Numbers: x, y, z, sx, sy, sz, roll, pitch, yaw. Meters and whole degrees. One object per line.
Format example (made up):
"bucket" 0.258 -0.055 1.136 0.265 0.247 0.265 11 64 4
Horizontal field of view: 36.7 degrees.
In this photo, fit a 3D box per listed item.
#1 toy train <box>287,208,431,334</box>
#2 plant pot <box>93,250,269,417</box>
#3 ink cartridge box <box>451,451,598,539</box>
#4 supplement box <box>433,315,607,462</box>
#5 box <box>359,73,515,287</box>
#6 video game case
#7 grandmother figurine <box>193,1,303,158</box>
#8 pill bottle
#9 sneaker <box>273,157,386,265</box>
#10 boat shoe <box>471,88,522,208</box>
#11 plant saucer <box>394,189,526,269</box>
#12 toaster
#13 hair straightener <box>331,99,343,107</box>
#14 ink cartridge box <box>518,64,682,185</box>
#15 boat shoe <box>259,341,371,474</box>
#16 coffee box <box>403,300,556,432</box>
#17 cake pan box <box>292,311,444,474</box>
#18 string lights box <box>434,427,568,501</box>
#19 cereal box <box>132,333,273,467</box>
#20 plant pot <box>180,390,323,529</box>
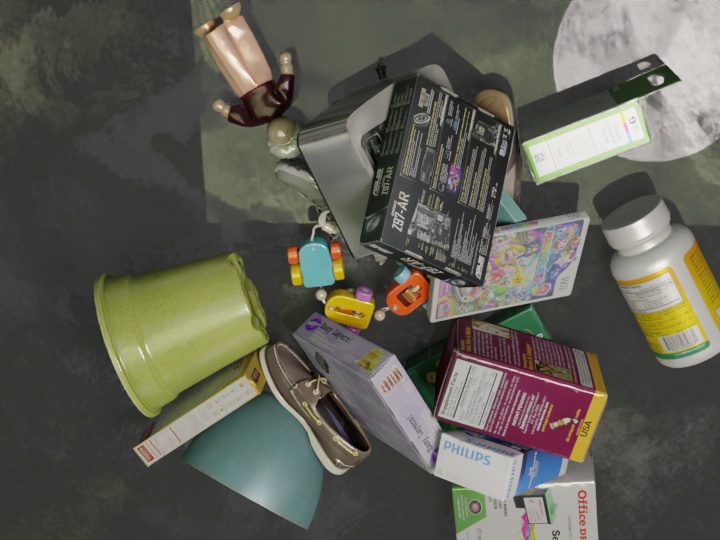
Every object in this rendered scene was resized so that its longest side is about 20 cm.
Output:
"toy train" 0.000 0.000 1.411 0.200 0.056 0.150 40 110 -19
"plant pot" -0.226 0.067 1.437 0.183 0.201 0.202 -21 106 1
"ink cartridge box" 0.232 0.341 1.522 0.198 0.084 0.146 -5 109 8
"supplement box" 0.200 0.148 1.385 0.198 0.131 0.104 17 111 1
"box" 0.091 -0.099 1.243 0.159 0.043 0.202 21 75 -34
"video game case" 0.185 -0.003 1.374 0.198 0.018 0.144 -11 138 -12
"grandmother figurine" -0.135 -0.230 1.379 0.121 0.061 0.201 -27 102 24
"pill bottle" 0.385 0.011 1.373 0.112 0.113 0.201 -28 104 15
"sneaker" -0.031 -0.076 1.409 0.199 0.075 0.082 31 108 -6
"boat shoe" 0.171 -0.134 1.372 0.071 0.065 0.202 12 117 32
"plant saucer" 0.120 -0.042 1.393 0.070 0.019 0.200 51 129 -4
"toaster" 0.037 -0.141 1.307 0.118 0.180 0.201 -8 113 53
"hair straightener" 0.017 -0.123 1.395 0.200 0.077 0.041 46 151 -18
"ink cartridge box" 0.295 -0.177 1.322 0.198 0.104 0.060 -21 106 13
"boat shoe" -0.059 0.174 1.442 0.059 0.072 0.201 -34 88 32
"coffee box" 0.173 0.134 1.477 0.199 0.044 0.124 -29 104 16
"cake pan box" 0.018 0.161 1.411 0.052 0.184 0.201 -42 123 -15
"string lights box" 0.189 0.238 1.408 0.102 0.199 0.060 16 99 32
"cereal box" -0.209 0.174 1.483 0.199 0.144 0.040 -34 104 17
"plant pot" -0.129 0.246 1.491 0.199 0.200 0.136 29 79 -4
